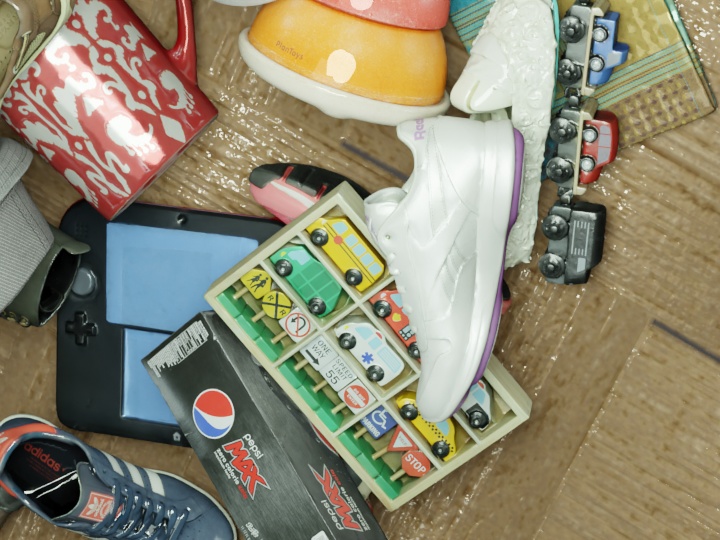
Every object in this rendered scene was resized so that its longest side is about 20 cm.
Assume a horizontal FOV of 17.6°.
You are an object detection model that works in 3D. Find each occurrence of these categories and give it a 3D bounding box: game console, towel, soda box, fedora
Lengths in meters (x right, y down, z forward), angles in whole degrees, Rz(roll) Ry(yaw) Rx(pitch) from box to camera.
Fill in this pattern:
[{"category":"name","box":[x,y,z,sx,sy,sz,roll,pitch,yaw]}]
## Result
[{"category":"game console","box":[-0.127,0.041,1.665,0.198,0.031,0.179,8,101,19]},{"category":"towel","box":[0.131,-0.170,1.521,0.146,0.022,0.201,-21,101,26]},{"category":"soda box","box":[-0.064,0.124,1.591,0.063,0.071,0.201,-38,74,25]},{"category":"fedora","box":[-0.286,-0.003,1.593,0.199,0.177,0.091,-30,110,19]}]

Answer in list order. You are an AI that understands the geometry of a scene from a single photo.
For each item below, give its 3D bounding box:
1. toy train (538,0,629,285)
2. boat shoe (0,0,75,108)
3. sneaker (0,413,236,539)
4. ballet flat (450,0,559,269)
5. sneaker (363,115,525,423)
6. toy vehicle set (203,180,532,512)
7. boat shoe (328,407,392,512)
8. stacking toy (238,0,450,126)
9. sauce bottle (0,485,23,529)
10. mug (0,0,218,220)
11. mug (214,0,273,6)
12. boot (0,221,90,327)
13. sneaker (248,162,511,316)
[{"category":"toy train","box":[0.147,-0.084,1.516,0.045,0.034,0.202,8,112,13]},{"category":"boat shoe","box":[-0.266,-0.122,1.513,0.075,0.075,0.203,38,121,-3]},{"category":"sneaker","box":[-0.182,0.171,1.688,0.199,0.085,0.076,24,91,-7]},{"category":"ballet flat","box":[0.088,-0.090,1.507,0.071,0.072,0.202,10,113,17]},{"category":"sneaker","box":[0.046,-0.004,1.485,0.099,0.075,0.202,8,103,0]},{"category":"toy vehicle set","box":[0.005,0.053,1.561,0.124,0.027,0.200,-37,101,22]},{"category":"boat shoe","box":[-0.015,0.158,1.655,0.062,0.071,0.201,21,111,-15]},{"category":"stacking toy","box":[0.015,-0.204,1.489,0.145,0.146,0.202,23,109,12]},{"category":"sauce bottle","box":[-0.317,0.187,1.778,0.199,0.065,0.065,-25,98,19]},{"category":"mug","box":[-0.189,-0.155,1.585,0.200,0.133,0.177,47,118,-3]},{"category":"mug","box":[-0.090,-0.273,1.422,0.149,0.153,0.188,33,95,33]},{"category":"boot","box":[-0.284,0.031,1.691,0.138,0.077,0.201,33,117,23]},{"category":"sneaker","box":[0.000,0.000,1.584,0.199,0.074,0.087,31,106,6]}]
